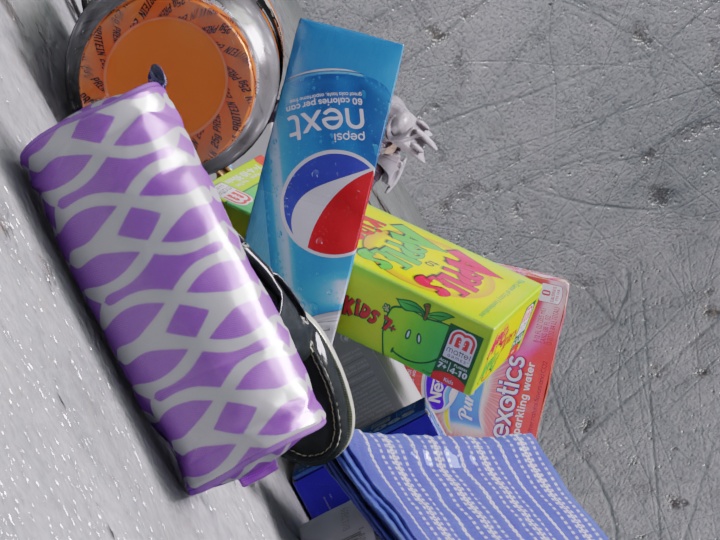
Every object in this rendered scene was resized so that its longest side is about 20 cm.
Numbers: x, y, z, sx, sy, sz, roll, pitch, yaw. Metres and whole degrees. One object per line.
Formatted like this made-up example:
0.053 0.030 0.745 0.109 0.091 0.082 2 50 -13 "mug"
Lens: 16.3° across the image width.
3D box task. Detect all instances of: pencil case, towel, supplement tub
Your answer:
-0.091 0.009 1.200 0.201 0.084 0.085 64 -18 4 "pencil case"
0.076 0.143 1.440 0.200 0.024 0.145 5 38 -49 "towel"
-0.105 -0.119 1.452 0.123 0.122 0.200 62 6 -10 "supplement tub"

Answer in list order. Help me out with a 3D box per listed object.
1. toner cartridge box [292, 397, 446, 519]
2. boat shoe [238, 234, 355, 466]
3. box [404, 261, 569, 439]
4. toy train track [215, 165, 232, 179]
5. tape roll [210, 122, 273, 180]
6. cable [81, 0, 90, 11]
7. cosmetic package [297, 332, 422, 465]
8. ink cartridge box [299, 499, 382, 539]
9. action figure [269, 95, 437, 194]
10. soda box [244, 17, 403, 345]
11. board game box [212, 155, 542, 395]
0.045 0.188 1.535 0.201 0.095 0.043 63 4 -7 "toner cartridge box"
-0.068 0.028 1.341 0.200 0.074 0.066 63 9 -15 "boat shoe"
0.075 0.093 1.732 0.095 0.102 0.201 -5 107 -86 "box"
-0.073 -0.040 1.619 0.200 0.115 0.033 41 -3 -26 "toy train track"
-0.044 0.000 1.760 0.203 0.071 0.202 63 5 -9 "tape roll"
-0.173 -0.242 1.649 0.050 0.097 0.200 1 46 -35 "cable"
0.001 0.103 1.603 0.107 0.090 0.201 -104 169 -67 "cosmetic package"
0.033 0.235 1.420 0.201 0.050 0.109 62 4 -16 "ink cartridge box"
-0.030 -0.102 1.855 0.200 0.070 0.130 2 -32 46 "action figure"
-0.029 -0.036 1.433 0.068 0.064 0.201 144 -41 -86 "soda box"
0.000 0.000 1.521 0.199 0.048 0.102 25 21 13 "board game box"
